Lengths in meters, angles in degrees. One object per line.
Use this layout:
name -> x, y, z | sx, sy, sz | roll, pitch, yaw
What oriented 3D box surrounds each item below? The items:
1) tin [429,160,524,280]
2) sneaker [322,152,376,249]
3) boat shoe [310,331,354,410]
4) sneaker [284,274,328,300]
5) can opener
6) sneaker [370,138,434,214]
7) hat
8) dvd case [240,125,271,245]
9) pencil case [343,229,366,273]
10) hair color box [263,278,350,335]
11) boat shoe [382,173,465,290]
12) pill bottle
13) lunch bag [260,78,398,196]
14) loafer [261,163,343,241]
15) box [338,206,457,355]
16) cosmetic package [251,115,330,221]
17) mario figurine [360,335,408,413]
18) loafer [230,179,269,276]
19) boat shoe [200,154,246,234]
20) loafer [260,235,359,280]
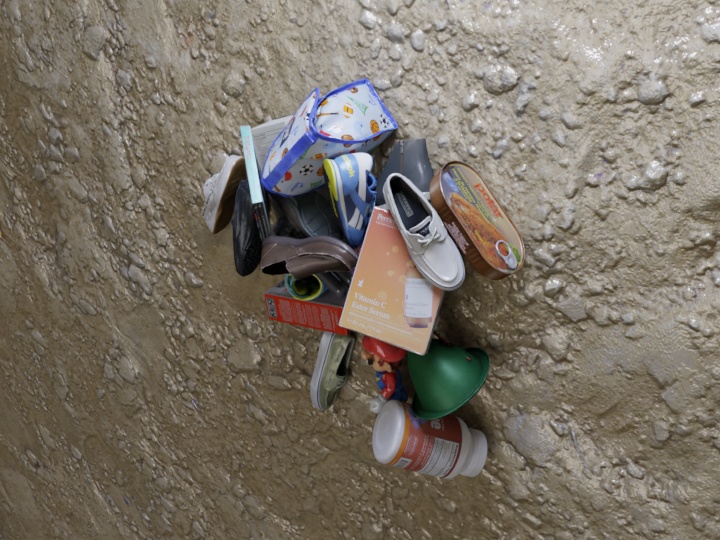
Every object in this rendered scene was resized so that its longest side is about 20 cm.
tin -> 0.184, -0.078, 1.203 | 0.202, 0.111, 0.042 | 56, 142, 1
sneaker -> -0.007, -0.112, 1.253 | 0.075, 0.081, 0.202 | 59, 168, 33
boat shoe -> -0.057, 0.209, 1.559 | 0.061, 0.071, 0.205 | 25, 123, 27
sneaker -> -0.125, -0.001, 1.466 | 0.196, 0.130, 0.082 | 4, 117, 36
can opener -> -0.084, -0.024, 1.379 | 0.200, 0.053, 0.067 | 44, 166, 21
sneaker -> 0.053, -0.158, 1.303 | 0.197, 0.074, 0.110 | -9, 90, 45
hat -> 0.104, 0.130, 1.312 | 0.177, 0.165, 0.199 | 51, 166, -16
dvd case -> -0.179, -0.136, 1.334 | 0.201, 0.021, 0.150 | 93, 166, -67
pencil case -> 0.000, 0.000, 1.388 | 0.087, 0.087, 0.204 | -27, 88, 42
hair color box -> -0.081, 0.062, 1.484 | 0.196, 0.101, 0.063 | 9, 120, 35
boat shoe -> 0.098, -0.062, 1.173 | 0.071, 0.066, 0.204 | -27, 82, 2
pill bottle -> 0.128, 0.312, 1.387 | 0.195, 0.114, 0.113 | 18, 134, -20
lunch bag -> -0.064, -0.216, 1.264 | 0.125, 0.199, 0.169 | 53, 133, 2
loafer -> -0.104, -0.110, 1.354 | 0.201, 0.071, 0.063 | 51, 152, 8
box -> 0.067, 0.019, 1.258 | 0.148, 0.106, 0.205 | 16, 87, 9
cosmetic package -> -0.125, -0.179, 1.415 | 0.101, 0.073, 0.205 | -3, 110, 38
mario figurine -> 0.037, 0.188, 1.443 | 0.123, 0.104, 0.204 | 45, 151, 51
loafer -> -0.231, -0.087, 1.551 | 0.070, 0.067, 0.205 | 29, 122, 31
boat shoe -> -0.290, -0.164, 1.551 | 0.069, 0.071, 0.202 | 40, 132, 11
loafer -> -0.089, -0.012, 1.294 | 0.196, 0.073, 0.073 | 2, 153, 33
